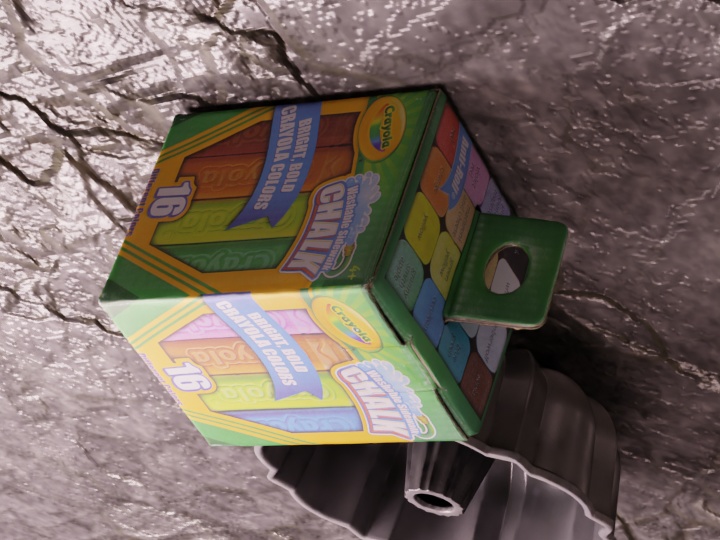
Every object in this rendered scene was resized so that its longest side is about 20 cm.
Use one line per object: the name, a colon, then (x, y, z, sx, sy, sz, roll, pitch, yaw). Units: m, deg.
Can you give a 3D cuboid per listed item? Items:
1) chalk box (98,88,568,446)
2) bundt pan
chalk box: (0.000, 0.000, 1.199, 0.199, 0.125, 0.124, -5, 139, 30)
bundt pan: (0.049, 0.090, 1.318, 0.201, 0.076, 0.202, 16, 157, 7)
